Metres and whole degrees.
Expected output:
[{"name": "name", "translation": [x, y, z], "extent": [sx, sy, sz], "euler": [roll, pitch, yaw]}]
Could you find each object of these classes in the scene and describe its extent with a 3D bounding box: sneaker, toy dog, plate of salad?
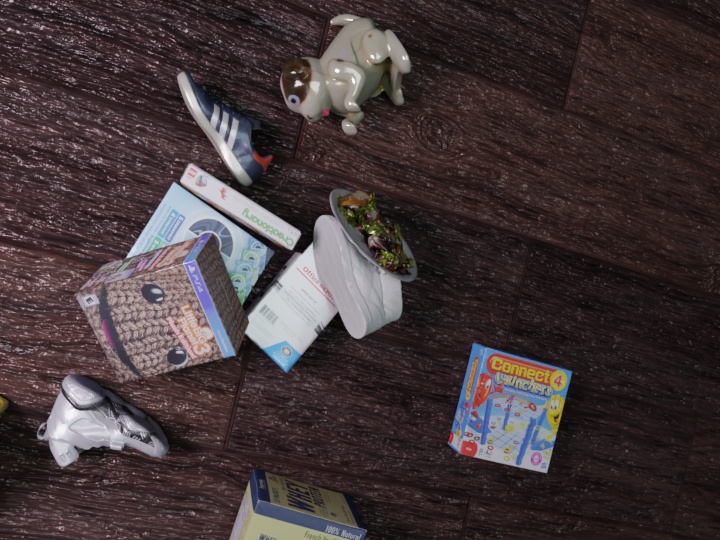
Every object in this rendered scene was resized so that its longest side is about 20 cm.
[{"name": "sneaker", "translation": [0.000, 0.000, 1.000], "extent": [0.114, 0.073, 0.206], "euler": [-15, 82, -41]}, {"name": "toy dog", "translation": [-0.038, -0.326, 0.998], "extent": [0.196, 0.140, 0.198], "euler": [-29, 87, -11]}, {"name": "sneaker", "translation": [-0.410, 0.265, 0.966], "extent": [0.198, 0.075, 0.116], "euler": [36, 85, -8]}, {"name": "sneaker", "translation": [-0.216, -0.243, 0.989], "extent": [0.084, 0.075, 0.203], "euler": [-36, 111, -8]}, {"name": "plate of salad", "translation": [0.030, -0.067, 1.004], "extent": [0.199, 0.201, 0.048], "euler": [41, 113, -14]}]

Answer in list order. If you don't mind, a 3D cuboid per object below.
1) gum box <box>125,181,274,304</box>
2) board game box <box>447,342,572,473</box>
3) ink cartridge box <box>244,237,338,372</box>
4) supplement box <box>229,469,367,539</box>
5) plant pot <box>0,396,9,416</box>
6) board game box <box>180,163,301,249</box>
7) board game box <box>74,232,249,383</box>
[{"name": "gum box", "translation": [-0.268, -0.014, 1.000], "extent": [0.197, 0.044, 0.173], "euler": [33, 86, -13]}, {"name": "board game box", "translation": [0.286, 0.262, 1.155], "extent": [0.194, 0.056, 0.202], "euler": [15, 90, -15]}, {"name": "ink cartridge box", "translation": [-0.104, 0.053, 1.034], "extent": [0.116, 0.068, 0.201], "euler": [43, 82, -14]}, {"name": "supplement box", "translation": [-0.121, 0.480, 1.020], "extent": [0.195, 0.134, 0.206], "euler": [20, 88, -15]}, {"name": "plant pot", "translation": [-0.663, 0.257, 0.846], "extent": [0.192, 0.196, 0.203], "euler": [33, 94, -14]}, {"name": "board game box", "translation": [-0.193, -0.099, 0.973], "extent": [0.197, 0.126, 0.035], "euler": [32, 85, -14]}, {"name": "board game box", "translation": [-0.293, 0.059, 0.918], "extent": [0.194, 0.098, 0.163], "euler": [-15, 114, 10]}]
